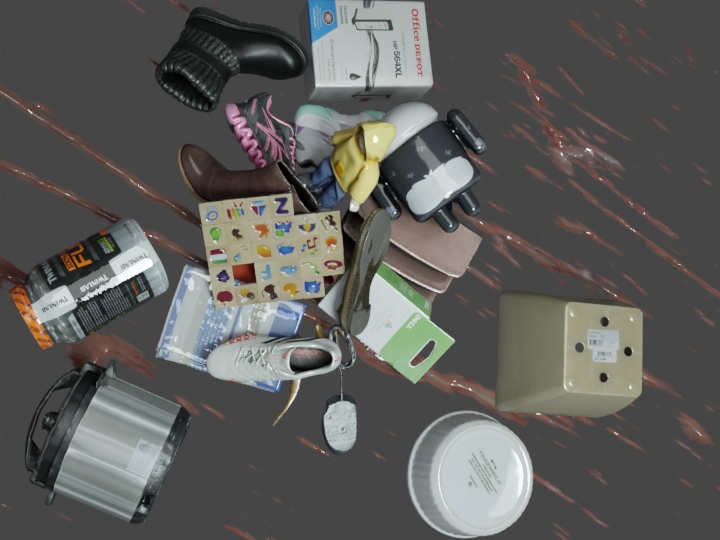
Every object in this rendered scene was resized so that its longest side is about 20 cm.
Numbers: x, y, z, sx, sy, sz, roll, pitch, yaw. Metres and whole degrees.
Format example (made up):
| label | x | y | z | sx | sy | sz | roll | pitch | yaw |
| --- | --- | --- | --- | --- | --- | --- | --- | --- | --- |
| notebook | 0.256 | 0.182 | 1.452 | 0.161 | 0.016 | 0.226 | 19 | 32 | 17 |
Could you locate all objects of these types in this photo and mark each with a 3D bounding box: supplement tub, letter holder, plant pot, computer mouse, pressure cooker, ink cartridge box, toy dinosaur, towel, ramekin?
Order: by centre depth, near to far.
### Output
| label | x | y | z | sx | sy | sz | roll | pitch | yaw |
| --- | --- | --- | --- | --- | --- | --- | --- | --- | --- |
| pressure cooker | -0.351 | 0.231 | 1.252 | 0.198 | 0.179 | 0.177 | 24 | 36 | -8 |
| supplement tub | -0.386 | 0.021 | 1.303 | 0.199 | 0.122 | 0.123 | -31 | 91 | -17 |
| towel | -0.195 | 0.088 | 1.370 | 0.198 | 0.024 | 0.148 | 18 | 90 | -3 |
| toy dinosaur | -0.102 | 0.126 | 1.411 | 0.105 | 0.060 | 0.202 | -15 | 84 | 10 |
| computer mouse | -0.034 | 0.184 | 1.414 | 0.058 | 0.034 | 0.203 | 0 | 91 | -17 |
| ink cartridge box | 0.043 | 0.070 | 1.423 | 0.199 | 0.059 | 0.104 | 39 | 111 | -6 |
| ramekin | 0.178 | 0.322 | 1.432 | 0.200 | 0.094 | 0.205 | 2 | 82 | -14 |
| letter holder | 0.066 | -0.040 | 1.447 | 0.199 | 0.101 | 0.143 | 32 | 78 | -9 |
| plant pot | 0.345 | 0.131 | 1.460 | 0.197 | 0.177 | 0.203 | 6 | 82 | -14 |
| ink cartridge box | 0.009 | -0.355 | 1.479 | 0.198 | 0.084 | 0.148 | -4 | 84 | -15 |

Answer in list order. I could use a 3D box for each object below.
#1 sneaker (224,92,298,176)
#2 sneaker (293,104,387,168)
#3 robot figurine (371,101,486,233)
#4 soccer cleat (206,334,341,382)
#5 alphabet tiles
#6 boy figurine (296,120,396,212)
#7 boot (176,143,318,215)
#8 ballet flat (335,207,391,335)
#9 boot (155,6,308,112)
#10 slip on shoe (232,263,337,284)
| label | x | y | z | sx | sy | sz | roll | pitch | yaw |
| --- | --- | --- | --- | --- | --- | --- | --- | --- | --- |
| sneaker | -0.128 | -0.188 | 1.416 | 0.095 | 0.079 | 0.201 | -30 | 90 | -11 |
| sneaker | -0.013 | -0.181 | 1.447 | 0.198 | 0.078 | 0.142 | 6 | 86 | 11 |
| robot figurine | 0.099 | -0.153 | 1.357 | 0.150 | 0.125 | 0.201 | -35 | 88 | -29 |
| soccer cleat | -0.126 | 0.128 | 1.320 | 0.197 | 0.085 | 0.070 | -2 | 91 | -4 |
| alphabet tiles | -0.124 | -0.030 | 1.323 | 0.197 | 0.008 | 0.169 | -6 | 116 | -4 |
| boy figurine | -0.016 | -0.150 | 1.327 | 0.064 | 0.200 | 0.126 | -2 | 71 | -35 |
| boot | -0.167 | -0.134 | 1.355 | 0.200 | 0.166 | 0.072 | 50 | 46 | -13 |
| ballet flat | 0.000 | 0.000 | 1.346 | 0.067 | 0.046 | 0.202 | -13 | 123 | -46 |
| boot | -0.194 | -0.305 | 1.392 | 0.209 | 0.080 | 0.159 | 16 | 50 | -3 |
| slip on shoe | -0.126 | 0.001 | 1.385 | 0.197 | 0.074 | 0.062 | -5 | 51 | -4 |
